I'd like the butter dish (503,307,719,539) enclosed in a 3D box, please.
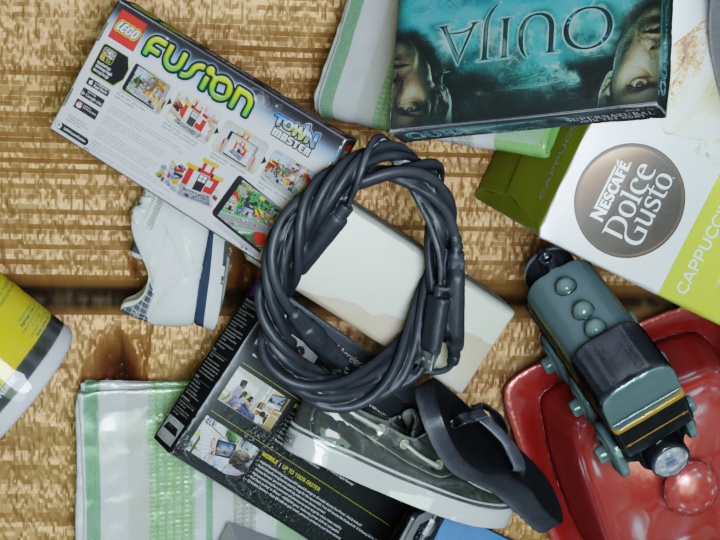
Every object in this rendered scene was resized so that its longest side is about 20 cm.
[{"bbox_3d":[0.241,0.153,1.335,0.198,0.148,0.201,-21,103,-5],"label":"butter dish"}]

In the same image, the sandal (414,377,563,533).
[{"bbox_3d":[0.102,0.132,1.275,0.043,0.076,0.200,-33,138,17],"label":"sandal"}]

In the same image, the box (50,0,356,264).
[{"bbox_3d":[-0.114,-0.098,1.221,0.199,0.035,0.110,33,99,9],"label":"box"}]

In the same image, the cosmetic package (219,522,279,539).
[{"bbox_3d":[-0.095,0.316,1.335,0.107,0.085,0.201,21,101,-21],"label":"cosmetic package"}]

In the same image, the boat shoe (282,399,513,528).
[{"bbox_3d":[0.040,0.140,1.278,0.199,0.071,0.064,24,92,-25],"label":"boat shoe"}]

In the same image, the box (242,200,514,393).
[{"bbox_3d":[0.010,0.003,1.299,0.199,0.095,0.078,33,95,-12],"label":"box"}]

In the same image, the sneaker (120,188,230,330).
[{"bbox_3d":[-0.135,-0.055,1.279,0.080,0.076,0.202,7,98,1],"label":"sneaker"}]

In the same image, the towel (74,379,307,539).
[{"bbox_3d":[-0.127,0.158,1.344,0.198,0.031,0.150,0,103,-11],"label":"towel"}]

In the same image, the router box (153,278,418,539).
[{"bbox_3d":[-0.037,0.123,1.310,0.200,0.051,0.150,36,85,-24],"label":"router box"}]

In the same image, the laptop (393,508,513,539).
[{"bbox_3d":[0.057,0.293,1.331,0.115,0.200,0.188,28,91,11],"label":"laptop"}]

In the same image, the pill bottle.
[{"bbox_3d":[-0.322,0.029,1.242,0.200,0.114,0.114,40,93,-13],"label":"pill bottle"}]

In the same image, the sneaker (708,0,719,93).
[{"bbox_3d":[0.298,-0.125,1.128,0.099,0.071,0.201,-19,107,-7],"label":"sneaker"}]

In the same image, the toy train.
[{"bbox_3d":[0.183,0.064,1.257,0.085,0.200,0.114,-28,131,1],"label":"toy train"}]

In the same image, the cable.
[{"bbox_3d":[0.000,0.000,1.210,0.162,0.051,0.201,-8,112,-19],"label":"cable"}]

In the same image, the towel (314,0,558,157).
[{"bbox_3d":[0.071,-0.164,1.228,0.199,0.031,0.150,15,84,32],"label":"towel"}]

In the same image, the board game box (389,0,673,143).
[{"bbox_3d":[0.116,-0.163,1.158,0.199,0.028,0.136,-4,74,29],"label":"board game box"}]

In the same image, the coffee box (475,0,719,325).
[{"bbox_3d":[0.230,-0.089,1.259,0.197,0.200,0.201,25,96,-12],"label":"coffee box"}]
